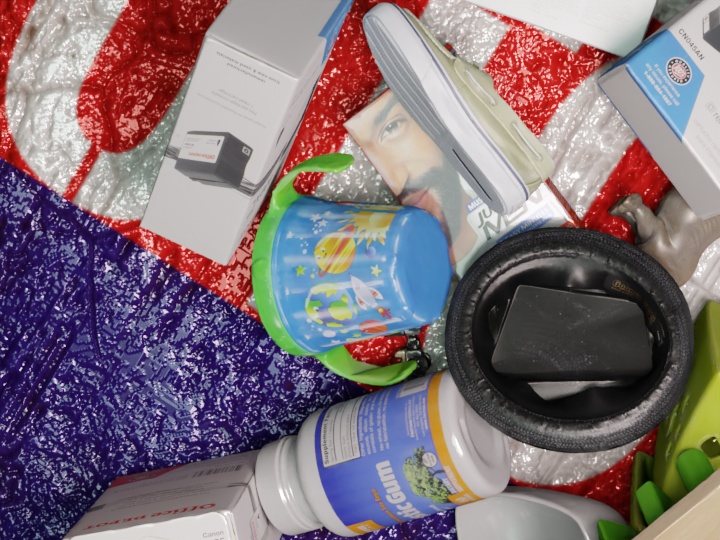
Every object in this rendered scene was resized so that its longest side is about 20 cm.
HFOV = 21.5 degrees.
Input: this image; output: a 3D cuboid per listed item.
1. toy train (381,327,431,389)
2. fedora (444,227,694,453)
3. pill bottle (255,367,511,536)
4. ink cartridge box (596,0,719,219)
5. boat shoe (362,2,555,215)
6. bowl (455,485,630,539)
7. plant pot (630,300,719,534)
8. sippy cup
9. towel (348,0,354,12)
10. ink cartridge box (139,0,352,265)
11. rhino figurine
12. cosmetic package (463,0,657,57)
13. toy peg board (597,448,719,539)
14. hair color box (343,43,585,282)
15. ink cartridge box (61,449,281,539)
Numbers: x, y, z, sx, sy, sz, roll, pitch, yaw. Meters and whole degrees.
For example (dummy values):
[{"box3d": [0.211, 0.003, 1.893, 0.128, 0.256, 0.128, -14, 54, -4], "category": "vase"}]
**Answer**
[{"box3d": [0.039, 0.100, 1.643, 0.045, 0.034, 0.201, -3, 98, 10], "category": "toy train"}, {"box3d": [0.170, 0.062, 1.546, 0.199, 0.092, 0.202, -2, 78, 8], "category": "fedora"}, {"box3d": [0.016, 0.159, 1.585, 0.199, 0.112, 0.113, -20, 97, 25], "category": "pill bottle"}, {"box3d": [0.315, -0.161, 1.515, 0.200, 0.084, 0.145, -39, 92, -11], "category": "ink cartridge box"}, {"box3d": [0.079, -0.138, 1.531, 0.062, 0.072, 0.200, -39, 98, -16], "category": "boat shoe"}, {"box3d": [0.173, 0.273, 1.596, 0.074, 0.199, 0.201, -18, 99, -31], "category": "bowl"}, {"box3d": [0.328, 0.169, 1.550, 0.199, 0.199, 0.182, 28, 107, 0], "category": "plant pot"}, {"box3d": [0.000, 0.000, 1.559, 0.130, 0.178, 0.140, -5, 58, 32], "category": "sippy cup"}, {"box3d": [-0.047, -0.331, 1.557, 0.165, 0.086, 0.201, 26, 101, 2], "category": "towel"}, {"box3d": [-0.093, -0.128, 1.526, 0.083, 0.145, 0.201, 25, 129, 0], "category": "ink cartridge box"}, {"box3d": [0.251, -0.030, 1.589, 0.087, 0.060, 0.200, 41, 102, 0], "category": "rhino figurine"}, {"box3d": [0.159, -0.278, 1.562, 0.199, 0.052, 0.152, 20, 102, 2], "category": "cosmetic package"}, {"box3d": [0.255, 0.250, 1.446, 0.200, 0.098, 0.199, -41, 114, 13], "category": "toy peg board"}, {"box3d": [0.089, -0.078, 1.595, 0.111, 0.064, 0.200, -37, 93, 10], "category": "hair color box"}, {"box3d": [-0.154, 0.224, 1.597, 0.146, 0.200, 0.083, -11, 98, 7], "category": "ink cartridge box"}]
